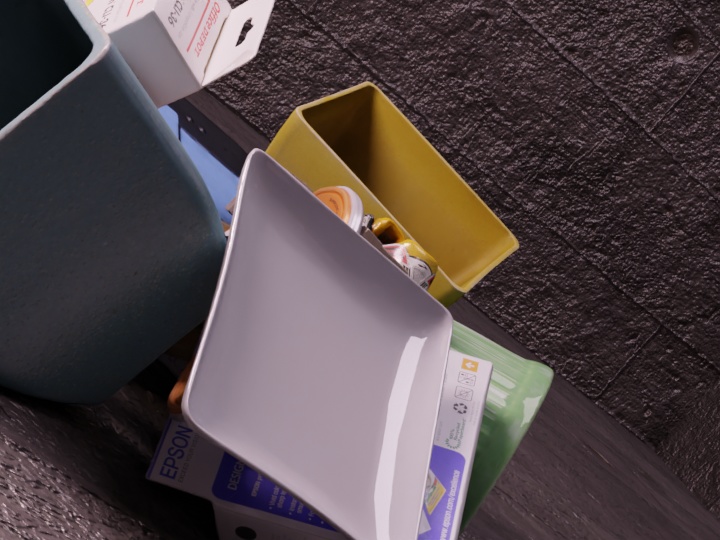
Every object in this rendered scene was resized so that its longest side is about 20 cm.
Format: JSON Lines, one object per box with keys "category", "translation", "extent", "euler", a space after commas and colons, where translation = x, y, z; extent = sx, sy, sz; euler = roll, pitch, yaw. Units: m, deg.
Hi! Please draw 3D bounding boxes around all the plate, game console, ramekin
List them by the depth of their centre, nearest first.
{"category": "plate", "translation": [-0.027, 0.058, 1.083], "extent": [0.199, 0.032, 0.201], "euler": [41, 44, -33]}
{"category": "ramekin", "translation": [0.050, 0.131, 1.337], "extent": [0.098, 0.200, 0.200], "euler": [34, 6, 2]}
{"category": "game console", "translation": [-0.144, -0.085, 1.350], "extent": [0.177, 0.031, 0.200], "euler": [36, 24, -26]}

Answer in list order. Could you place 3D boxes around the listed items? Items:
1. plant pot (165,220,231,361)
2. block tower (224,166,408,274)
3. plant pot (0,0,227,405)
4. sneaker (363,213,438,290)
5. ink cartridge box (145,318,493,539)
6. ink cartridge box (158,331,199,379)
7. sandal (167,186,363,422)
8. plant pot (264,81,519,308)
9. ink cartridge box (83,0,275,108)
{"category": "plant pot", "translation": [-0.126, 0.007, 1.286], "extent": [0.199, 0.028, 0.200], "euler": [15, -31, 9]}
{"category": "block tower", "translation": [-0.034, -0.022, 1.272], "extent": [0.058, 0.054, 0.200], "euler": [45, -3, -27]}
{"category": "plant pot", "translation": [-0.188, -0.036, 1.094], "extent": [0.200, 0.196, 0.196], "euler": [51, 0, -32]}
{"category": "sneaker", "translation": [0.000, 0.000, 1.337], "extent": [0.078, 0.082, 0.200], "euler": [41, -6, -28]}
{"category": "ink cartridge box", "translation": [-0.023, 0.107, 1.174], "extent": [0.199, 0.043, 0.198], "euler": [18, 41, 0]}
{"category": "ink cartridge box", "translation": [-0.080, 0.101, 1.456], "extent": [0.119, 0.042, 0.200], "euler": [43, 5, 14]}
{"category": "sandal", "translation": [-0.069, 0.005, 1.147], "extent": [0.079, 0.207, 0.059], "euler": [-10, -52, 47]}
{"category": "plant pot", "translation": [-0.013, -0.020, 1.530], "extent": [0.200, 0.176, 0.200], "euler": [48, 22, 3]}
{"category": "ink cartridge box", "translation": [-0.161, -0.156, 1.220], "extent": [0.068, 0.199, 0.117], "euler": [58, 24, -28]}
